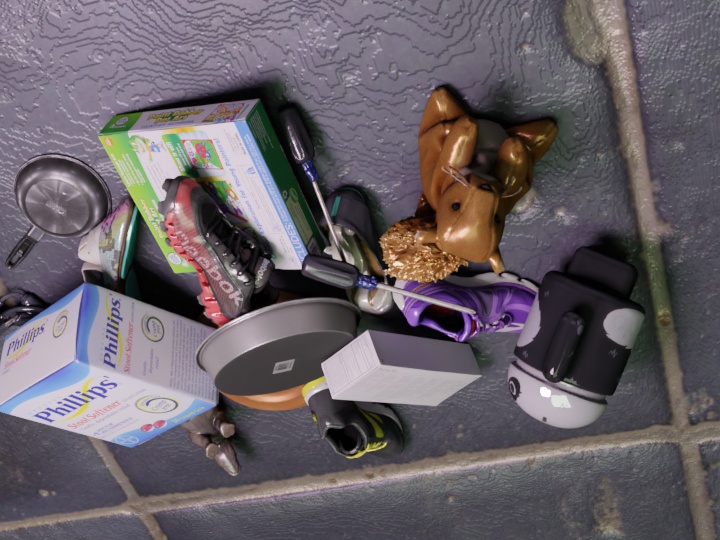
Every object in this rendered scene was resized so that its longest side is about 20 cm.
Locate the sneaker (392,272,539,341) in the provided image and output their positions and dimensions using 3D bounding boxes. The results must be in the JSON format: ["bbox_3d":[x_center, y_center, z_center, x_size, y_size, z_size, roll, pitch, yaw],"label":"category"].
[{"bbox_3d":[0.131,0.053,1.272,0.198,0.084,0.081,6,129,-20],"label":"sneaker"}]

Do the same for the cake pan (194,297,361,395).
[{"bbox_3d":[-0.090,0.093,1.261,0.198,0.037,0.201,-15,157,-7],"label":"cake pan"}]

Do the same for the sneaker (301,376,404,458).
[{"bbox_3d":[-0.008,0.209,1.408,0.074,0.085,0.200,-31,136,20],"label":"sneaker"}]

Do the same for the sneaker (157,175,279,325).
[{"bbox_3d":[-0.144,-0.021,1.174,0.097,0.071,0.202,2,134,26],"label":"sneaker"}]

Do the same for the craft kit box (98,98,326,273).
[{"bbox_3d":[-0.160,-0.085,1.202,0.196,0.049,0.201,-3,130,26],"label":"craft kit box"}]

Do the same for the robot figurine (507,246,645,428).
[{"bbox_3d":[0.241,0.076,1.236,0.149,0.125,0.202,17,97,-34],"label":"robot figurine"}]

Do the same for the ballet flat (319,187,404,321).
[{"bbox_3d":[0.000,0.000,1.266,0.072,0.073,0.201,-11,127,15],"label":"ballet flat"}]

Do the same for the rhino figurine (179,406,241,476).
[{"bbox_3d":[-0.204,0.204,1.453,0.060,0.087,0.201,-37,127,-15],"label":"rhino figurine"}]

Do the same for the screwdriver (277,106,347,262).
[{"bbox_3d":[-0.041,-0.083,1.187,0.029,0.028,0.202,-27,101,-8],"label":"screwdriver"}]

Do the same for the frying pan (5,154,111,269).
[{"bbox_3d":[-0.379,-0.068,1.285,0.189,0.031,0.115,-23,123,19],"label":"frying pan"}]

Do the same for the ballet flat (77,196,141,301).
[{"bbox_3d":[-0.296,-0.006,1.300,0.070,0.070,0.201,11,135,1],"label":"ballet flat"}]

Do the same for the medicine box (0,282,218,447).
[{"bbox_3d":[-0.299,0.119,1.313,0.199,0.104,0.181,23,142,-39],"label":"medicine box"}]

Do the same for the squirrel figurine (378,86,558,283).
[{"bbox_3d":[0.106,-0.059,1.130,0.140,0.188,0.201,21,129,-11],"label":"squirrel figurine"}]

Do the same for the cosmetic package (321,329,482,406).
[{"bbox_3d":[0.052,0.117,1.306,0.082,0.051,0.199,-35,151,31],"label":"cosmetic package"}]

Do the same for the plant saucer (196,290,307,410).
[{"bbox_3d":[-0.118,0.110,1.391,0.198,0.038,0.202,4,130,4],"label":"plant saucer"}]

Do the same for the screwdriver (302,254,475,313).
[{"bbox_3d":[0.033,0.017,1.184,0.198,0.028,0.029,13,147,-6],"label":"screwdriver"}]

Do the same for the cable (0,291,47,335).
[{"bbox_3d":[-0.438,0.117,1.433,0.162,0.051,0.200,29,122,-23],"label":"cable"}]
